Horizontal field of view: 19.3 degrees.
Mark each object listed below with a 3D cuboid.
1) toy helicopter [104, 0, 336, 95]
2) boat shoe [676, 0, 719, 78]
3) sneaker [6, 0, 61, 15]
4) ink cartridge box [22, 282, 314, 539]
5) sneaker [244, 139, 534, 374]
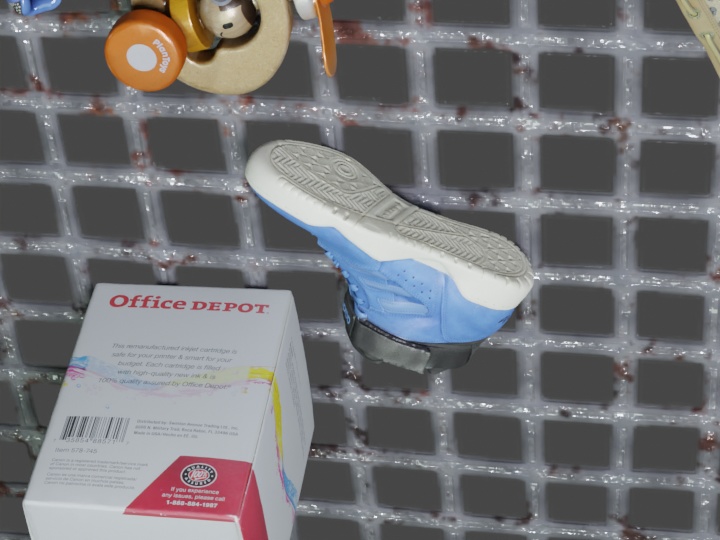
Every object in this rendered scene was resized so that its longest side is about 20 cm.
[{"bbox_3d":[-0.066,-0.187,1.198,0.131,0.079,0.201,14,126,3],"label":"toy helicopter"},{"bbox_3d":[0.180,-0.166,1.160,0.062,0.074,0.200,-29,121,29],"label":"boat shoe"},{"bbox_3d":[-0.146,-0.212,1.173,0.075,0.079,0.200,-9,159,-43],"label":"sneaker"},{"bbox_3d":[-0.121,0.127,1.412,0.144,0.201,0.145,3,135,11],"label":"ink cartridge box"},{"bbox_3d":[0.000,0.001,1.351,0.199,0.077,0.112,23,124,-18],"label":"sneaker"}]
